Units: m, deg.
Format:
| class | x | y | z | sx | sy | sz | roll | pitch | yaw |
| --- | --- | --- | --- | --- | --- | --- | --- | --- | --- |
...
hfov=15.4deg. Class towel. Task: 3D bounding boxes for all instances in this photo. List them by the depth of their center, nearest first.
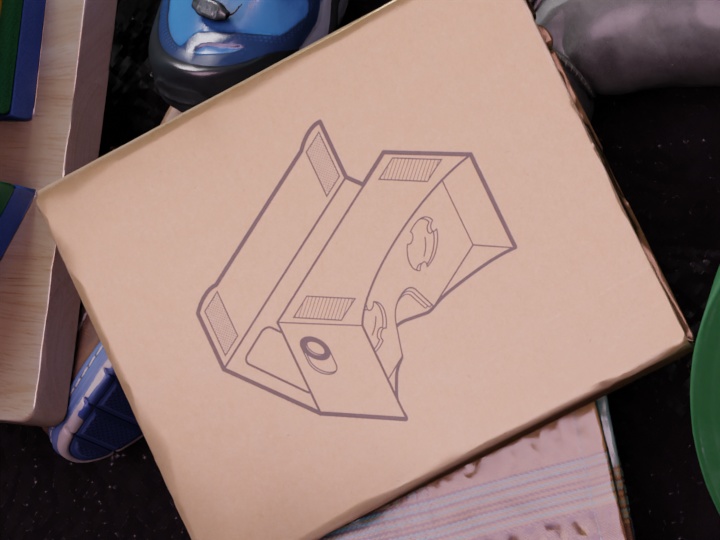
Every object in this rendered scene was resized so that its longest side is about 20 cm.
| class | x | y | z | sx | sy | sz | roll | pitch | yaw |
| --- | --- | --- | --- | --- | --- | --- | --- | --- | --- |
| towel | 0.017 | 0.034 | 0.991 | 0.146 | 0.022 | 0.201 | -14 | 84 | 15 |

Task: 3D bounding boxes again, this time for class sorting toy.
| class | x | y | z | sx | sy | sz | roll | pitch | yaw |
| --- | --- | --- | --- | --- | --- | --- | --- | --- | --- |
| sorting toy | -0.199 | -0.046 | 1.073 | 0.199 | 0.069 | 0.200 | 2 | 84 | 40 |

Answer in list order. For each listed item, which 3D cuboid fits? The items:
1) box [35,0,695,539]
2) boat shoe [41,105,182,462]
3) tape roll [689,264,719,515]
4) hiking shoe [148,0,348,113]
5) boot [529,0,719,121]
| class | x | y | z | sx | sy | sz | roll | pitch | yaw |
| --- | --- | --- | --- | --- | --- | --- | --- | --- | --- |
| box | 0.000 | 0.000 | 0.975 | 0.199 | 0.021 | 0.164 | -27 | 81 | 11 |
| boat shoe | -0.074 | -0.018 | 1.070 | 0.072 | 0.072 | 0.200 | 33 | 84 | 24 |
| tape roll | 0.216 | 0.041 | 0.926 | 0.199 | 0.048 | 0.202 | 5 | 112 | 13 |
| hiking shoe | -0.031 | -0.154 | 1.030 | 0.074 | 0.087 | 0.201 | 18 | 68 | 25 |
| boot | 0.072 | -0.032 | 1.018 | 0.181 | 0.073 | 0.201 | 20 | 87 | 23 |
